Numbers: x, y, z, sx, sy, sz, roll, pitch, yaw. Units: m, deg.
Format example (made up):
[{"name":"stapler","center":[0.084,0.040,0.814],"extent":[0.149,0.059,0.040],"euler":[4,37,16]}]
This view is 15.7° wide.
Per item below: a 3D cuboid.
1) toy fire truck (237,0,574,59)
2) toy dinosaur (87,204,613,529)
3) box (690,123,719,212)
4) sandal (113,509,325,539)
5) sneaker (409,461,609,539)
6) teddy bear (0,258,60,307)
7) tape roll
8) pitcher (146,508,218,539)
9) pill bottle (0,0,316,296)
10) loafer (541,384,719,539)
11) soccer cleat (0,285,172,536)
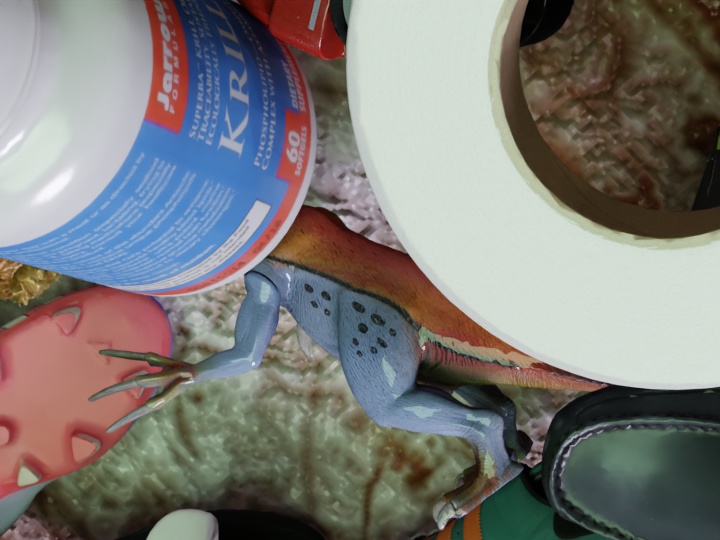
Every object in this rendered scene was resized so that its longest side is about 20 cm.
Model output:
[{"name":"toy fire truck","center":[-0.024,-0.173,0.893],"extent":[0.200,0.129,0.176],"euler":[26,113,26]},{"name":"toy dinosaur","center":[0.000,0.000,0.955],"extent":[0.200,0.105,0.182],"euler":[-33,91,28]},{"name":"box","center":[0.193,0.059,0.916],"extent":[0.148,0.124,0.200],"euler":[0,113,15]},{"name":"sandal","center":[-0.106,0.145,1.036],"extent":[0.200,0.045,0.075],"euler":[-10,125,-14]},{"name":"sneaker","center":[0.060,0.114,0.982],"extent":[0.071,0.080,0.200],"euler":[29,162,-27]},{"name":"teddy bear","center":[-0.210,0.018,1.020],"extent":[0.200,0.067,0.145],"euler":[-23,60,27]},{"name":"tape roll","center":[0.094,-0.063,0.810],"extent":[0.203,0.037,0.203],"euler":[4,106,14]},{"name":"pitcher","center":[-0.040,0.214,0.988],"extent":[0.200,0.121,0.172],"euler":[41,93,-17]},{"name":"pill bottle","center":[-0.102,-0.057,0.855],"extent":[0.112,0.200,0.112],"euler":[-3,82,23]},{"name":"loafer","center":[0.154,0.077,0.825],"extent":[0.200,0.070,0.068],"euler":[9,114,12]},{"name":"soccer cleat","center":[-0.151,0.076,1.057],"extent":[0.067,0.076,0.200],"euler":[42,101,-5]}]
